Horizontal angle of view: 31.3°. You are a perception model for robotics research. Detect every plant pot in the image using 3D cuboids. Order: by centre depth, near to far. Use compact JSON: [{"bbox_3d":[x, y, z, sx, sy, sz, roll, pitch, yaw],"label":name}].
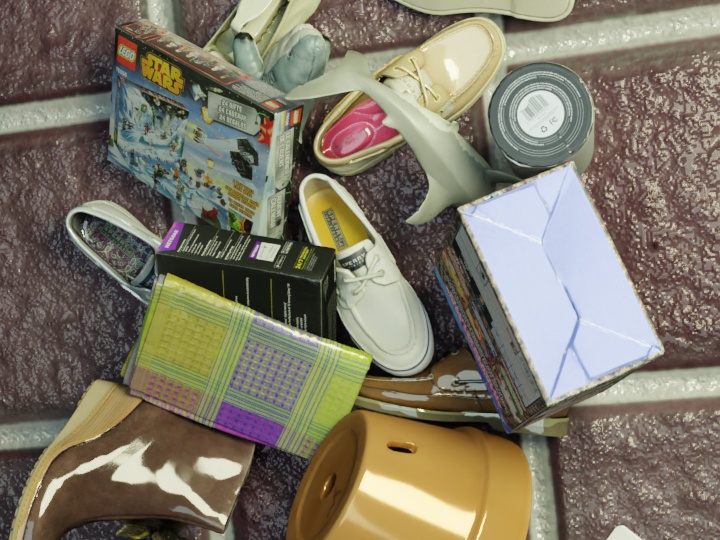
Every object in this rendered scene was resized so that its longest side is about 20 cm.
[{"bbox_3d":[0.030,0.206,1.073,0.140,0.200,0.200,28,100,-15],"label":"plant pot"}]

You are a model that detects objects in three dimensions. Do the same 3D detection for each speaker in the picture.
[{"bbox_3d":[0.150,-0.112,1.045,0.081,0.200,0.082,0,88,11],"label":"speaker"}]

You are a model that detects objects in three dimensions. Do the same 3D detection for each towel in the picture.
[{"bbox_3d":[-0.102,0.085,1.106,0.199,0.023,0.144,21,127,-3],"label":"towel"}]

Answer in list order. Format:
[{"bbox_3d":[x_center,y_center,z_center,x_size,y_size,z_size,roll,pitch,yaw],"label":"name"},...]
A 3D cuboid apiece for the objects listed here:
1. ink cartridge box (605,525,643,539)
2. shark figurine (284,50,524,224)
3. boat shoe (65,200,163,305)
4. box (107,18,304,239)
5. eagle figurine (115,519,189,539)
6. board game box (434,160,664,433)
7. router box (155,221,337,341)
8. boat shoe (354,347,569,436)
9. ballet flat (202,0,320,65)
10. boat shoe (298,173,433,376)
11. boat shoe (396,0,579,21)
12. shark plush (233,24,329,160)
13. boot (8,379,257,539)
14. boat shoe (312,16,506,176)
[{"bbox_3d":[0.212,0.339,1.126,0.115,0.068,0.200,36,100,8],"label":"ink cartridge box"},{"bbox_3d":[0.047,-0.088,1.049,0.214,0.128,0.090,38,87,-35],"label":"shark figurine"},{"bbox_3d":[-0.190,0.002,1.197,0.200,0.069,0.072,43,101,7],"label":"boat shoe"},{"bbox_3d":[-0.142,-0.121,1.136,0.200,0.040,0.137,32,128,28],"label":"box"},{"bbox_3d":[-0.242,0.312,1.205,0.152,0.151,0.200,35,90,-2],"label":"eagle figurine"},{"bbox_3d":[0.141,0.029,1.019,0.097,0.200,0.160,-22,79,-7],"label":"board game box"},{"bbox_3d":[-0.096,0.060,1.138,0.149,0.051,0.200,10,129,11],"label":"router box"},{"bbox_3d":[0.089,0.101,1.144,0.199,0.072,0.068,6,91,3],"label":"boat shoe"},{"bbox_3d":[-0.112,-0.203,1.168,0.069,0.069,0.200,39,101,8],"label":"ballet flat"},{"bbox_3d":[0.000,0.000,1.126,0.071,0.070,0.200,-27,70,3],"label":"boat shoe"},{"bbox_3d":[0.098,-0.261,1.129,0.199,0.057,0.067,14,132,15],"label":"boat shoe"},{"bbox_3d":[-0.078,-0.125,1.136,0.083,0.091,0.200,48,121,48],"label":"shark plush"},{"bbox_3d":[-0.195,0.194,1.116,0.166,0.072,0.200,22,55,4],"label":"boot"},{"bbox_3d":[0.041,-0.151,1.134,0.200,0.069,0.074,-38,85,13],"label":"boat shoe"}]
